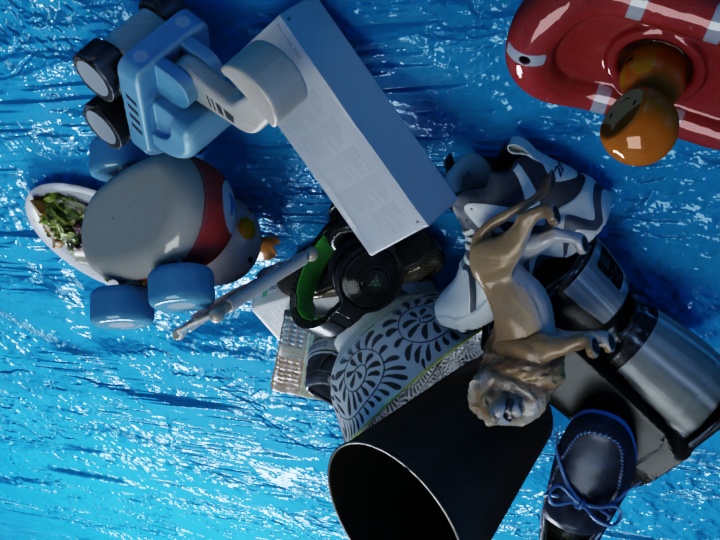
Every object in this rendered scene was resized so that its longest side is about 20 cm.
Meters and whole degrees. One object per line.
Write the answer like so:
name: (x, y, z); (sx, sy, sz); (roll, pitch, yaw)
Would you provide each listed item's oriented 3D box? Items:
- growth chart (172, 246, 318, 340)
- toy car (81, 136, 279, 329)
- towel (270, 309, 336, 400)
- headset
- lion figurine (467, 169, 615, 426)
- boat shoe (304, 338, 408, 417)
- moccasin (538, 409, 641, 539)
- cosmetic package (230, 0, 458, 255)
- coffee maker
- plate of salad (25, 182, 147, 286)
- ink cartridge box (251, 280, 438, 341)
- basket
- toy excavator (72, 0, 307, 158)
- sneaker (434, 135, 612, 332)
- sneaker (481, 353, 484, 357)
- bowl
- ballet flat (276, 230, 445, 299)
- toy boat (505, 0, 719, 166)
growth chart: (-0.119, 0.025, 1.132); (0.018, 0.145, 0.200); (58, 157, -4)
toy car: (-0.150, -0.039, 1.155); (0.177, 0.184, 0.200); (-17, 162, 42)
towel: (0.007, 0.104, 1.287); (0.200, 0.022, 0.147); (11, 138, -2)
headset: (0.015, -0.014, 1.098); (0.094, 0.124, 0.200); (28, 125, -28)
lion figurine: (0.129, 0.027, 0.956); (0.122, 0.072, 0.200); (-11, 93, 32)
boat shoe: (0.026, 0.146, 1.262); (0.200, 0.068, 0.072); (33, 134, -24)
moccasin: (0.199, 0.208, 1.038); (0.080, 0.068, 0.200); (15, 134, 18)
cosmetic package: (-0.012, -0.116, 0.954); (0.200, 0.051, 0.083); (55, 144, -7)
coffee maker: (0.205, 0.092, 1.056); (0.200, 0.192, 0.135); (40, -174, -7)
plate of salad: (-0.293, -0.025, 1.336); (0.200, 0.048, 0.200); (16, 147, 11)
ink cartridge box: (0.007, 0.050, 1.275); (0.200, 0.050, 0.161); (-17, 133, 22)
basket: (0.086, 0.179, 1.106); (0.136, 0.200, 0.180); (-9, 113, 43)
toy excavator: (-0.126, -0.144, 0.943); (0.200, 0.100, 0.194); (36, 154, 16)
sneaker: (0.102, -0.039, 1.011); (0.130, 0.080, 0.199); (40, 133, -12)
sneaker: (0.141, 0.140, 1.256); (0.080, 0.086, 0.200); (12, 148, 6)
bowl: (0.036, 0.080, 1.156); (0.094, 0.201, 0.201); (50, 151, 14)
ballet flat: (0.000, 0.000, 1.174); (0.200, 0.067, 0.046); (-11, 143, 36)
toy boat: (0.193, -0.126, 0.789); (0.200, 0.131, 0.131); (19, 148, 8)
